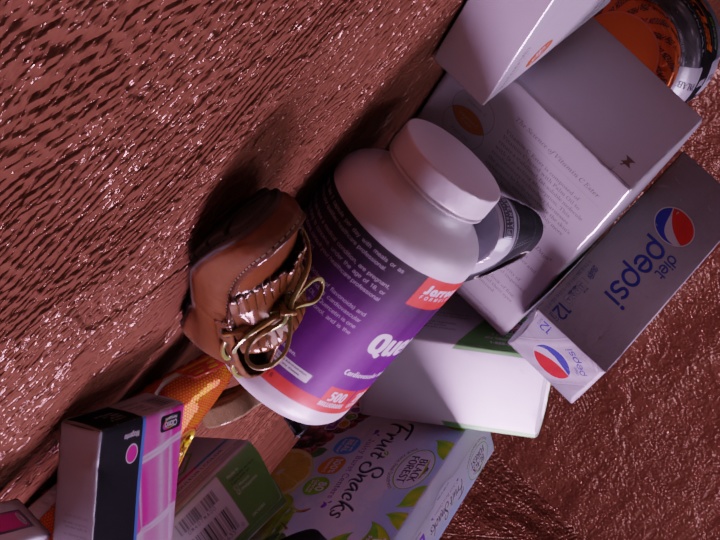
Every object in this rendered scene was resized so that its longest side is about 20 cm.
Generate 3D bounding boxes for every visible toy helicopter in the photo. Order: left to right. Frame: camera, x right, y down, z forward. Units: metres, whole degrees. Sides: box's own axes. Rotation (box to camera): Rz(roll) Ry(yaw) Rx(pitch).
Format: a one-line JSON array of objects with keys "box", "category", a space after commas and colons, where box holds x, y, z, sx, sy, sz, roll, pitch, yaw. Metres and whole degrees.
[{"box": [-0.044, 0.085, 1.275, 0.199, 0.079, 0.132, -27, -166, -20], "category": "toy helicopter"}]

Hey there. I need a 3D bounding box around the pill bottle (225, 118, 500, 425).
[{"box": [0.000, 0.000, 0.981, 0.200, 0.112, 0.112, -49, 172, 23], "category": "pill bottle"}]

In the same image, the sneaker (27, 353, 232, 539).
[{"box": [-0.149, 0.137, 1.022, 0.200, 0.077, 0.073, -49, 171, 7], "category": "sneaker"}]

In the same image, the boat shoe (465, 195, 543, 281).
[{"box": [0.042, -0.009, 1.066, 0.199, 0.069, 0.056, -14, 168, 43], "category": "boat shoe"}]

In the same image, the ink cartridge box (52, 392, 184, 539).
[{"box": [-0.158, 0.184, 0.946, 0.095, 0.037, 0.201, -14, 114, -64], "category": "ink cartridge box"}]

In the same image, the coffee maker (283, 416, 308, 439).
[{"box": [-0.020, 0.118, 1.554, 0.191, 0.135, 0.200, -18, 162, -19], "category": "coffee maker"}]

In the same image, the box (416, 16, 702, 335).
[{"box": [0.120, -0.078, 1.084, 0.106, 0.152, 0.200, -39, 171, -38], "category": "box"}]

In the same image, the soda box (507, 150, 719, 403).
[{"box": [0.199, 0.003, 1.102, 0.200, 0.068, 0.063, -44, 173, -30], "category": "soda box"}]

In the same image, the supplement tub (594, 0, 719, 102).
[{"box": [0.235, -0.187, 1.265, 0.123, 0.123, 0.200, -49, 173, 22], "category": "supplement tub"}]

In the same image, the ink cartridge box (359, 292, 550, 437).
[{"box": [0.083, 0.034, 1.214, 0.200, 0.145, 0.085, -76, 172, -57], "category": "ink cartridge box"}]

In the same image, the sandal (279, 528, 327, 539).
[{"box": [-0.102, 0.227, 1.071, 0.200, 0.043, 0.076, -32, -157, 29], "category": "sandal"}]

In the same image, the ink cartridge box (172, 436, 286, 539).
[{"box": [-0.157, 0.179, 1.136, 0.104, 0.059, 0.200, -42, -159, -31], "category": "ink cartridge box"}]

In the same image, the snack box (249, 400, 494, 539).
[{"box": [0.002, 0.172, 1.155, 0.142, 0.053, 0.200, 1, -150, 28], "category": "snack box"}]

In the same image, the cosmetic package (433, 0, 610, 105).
[{"box": [0.139, -0.206, 0.908, 0.151, 0.052, 0.200, -38, 169, -34], "category": "cosmetic package"}]

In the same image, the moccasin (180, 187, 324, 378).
[{"box": [-0.060, 0.015, 0.859, 0.074, 0.078, 0.202, -42, 172, -28], "category": "moccasin"}]

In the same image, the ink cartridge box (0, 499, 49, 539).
[{"box": [-0.240, 0.176, 0.821, 0.095, 0.037, 0.200, -46, 175, -1], "category": "ink cartridge box"}]
